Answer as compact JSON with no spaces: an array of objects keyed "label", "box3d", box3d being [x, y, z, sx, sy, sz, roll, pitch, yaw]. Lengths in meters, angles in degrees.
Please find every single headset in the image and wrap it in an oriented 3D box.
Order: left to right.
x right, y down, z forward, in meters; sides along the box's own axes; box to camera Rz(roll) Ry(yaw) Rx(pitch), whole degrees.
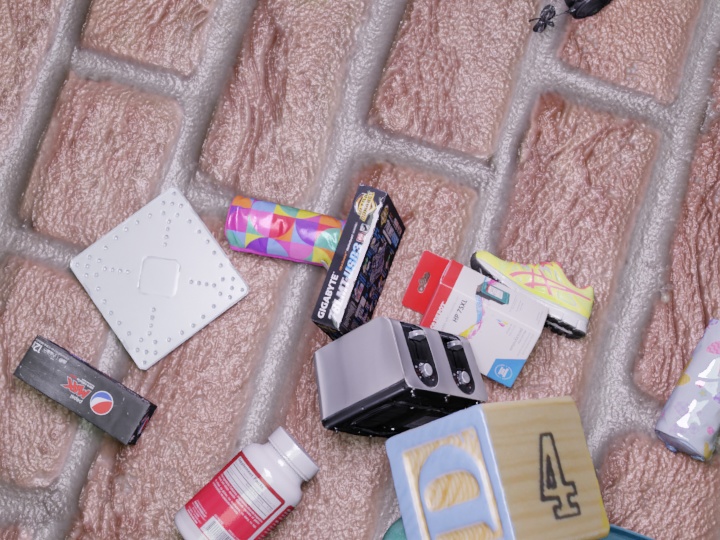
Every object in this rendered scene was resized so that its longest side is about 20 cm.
[{"label":"headset","box3d":[0.322,-0.436,1.751,0.123,0.094,0.201,36,72,6]}]

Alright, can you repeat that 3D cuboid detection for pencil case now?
[{"label":"pencil case","box3d":[-0.102,-0.052,1.703,0.198,0.088,0.089,14,81,5]},{"label":"pencil case","box3d":[0.501,0.171,1.658,0.090,0.083,0.201,28,82,7]}]

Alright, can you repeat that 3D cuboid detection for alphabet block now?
[{"label":"alphabet block","box3d":[0.182,0.289,1.543,0.199,0.194,0.199,2,70,-44]}]

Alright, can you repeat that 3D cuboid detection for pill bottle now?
[{"label":"pill bottle","box3d":[-0.156,0.319,1.630,0.200,0.112,0.112,-43,83,-6]}]

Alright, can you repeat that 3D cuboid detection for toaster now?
[{"label":"toaster","box3d":[0.047,0.156,1.593,0.199,0.180,0.120,-31,58,35]}]

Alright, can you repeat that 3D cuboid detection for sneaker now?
[{"label":"sneaker","box3d":[0.254,0.017,1.697,0.199,0.078,0.091,30,74,0]}]

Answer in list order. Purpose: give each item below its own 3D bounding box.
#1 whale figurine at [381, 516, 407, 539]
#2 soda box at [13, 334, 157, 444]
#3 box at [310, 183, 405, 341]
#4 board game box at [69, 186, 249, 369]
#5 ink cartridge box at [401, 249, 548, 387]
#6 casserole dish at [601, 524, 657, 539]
[{"label":"whale figurine","box3d":[0.111,0.431,1.612,0.158,0.104,0.201,-34,81,-5]},{"label":"soda box","box3d":[-0.399,0.175,1.681,0.199,0.063,0.071,31,83,6]},{"label":"box","box3d":[0.000,0.000,1.633,0.049,0.200,0.201,17,82,12]},{"label":"board game box","box3d":[-0.298,0.011,1.724,0.199,0.026,0.201,-36,83,-4]},{"label":"ink cartridge box","box3d":[0.155,0.067,1.658,0.198,0.067,0.117,26,127,5]},{"label":"casserole dish","box3d":[0.362,0.423,1.613,0.198,0.039,0.122,22,81,-23]}]
